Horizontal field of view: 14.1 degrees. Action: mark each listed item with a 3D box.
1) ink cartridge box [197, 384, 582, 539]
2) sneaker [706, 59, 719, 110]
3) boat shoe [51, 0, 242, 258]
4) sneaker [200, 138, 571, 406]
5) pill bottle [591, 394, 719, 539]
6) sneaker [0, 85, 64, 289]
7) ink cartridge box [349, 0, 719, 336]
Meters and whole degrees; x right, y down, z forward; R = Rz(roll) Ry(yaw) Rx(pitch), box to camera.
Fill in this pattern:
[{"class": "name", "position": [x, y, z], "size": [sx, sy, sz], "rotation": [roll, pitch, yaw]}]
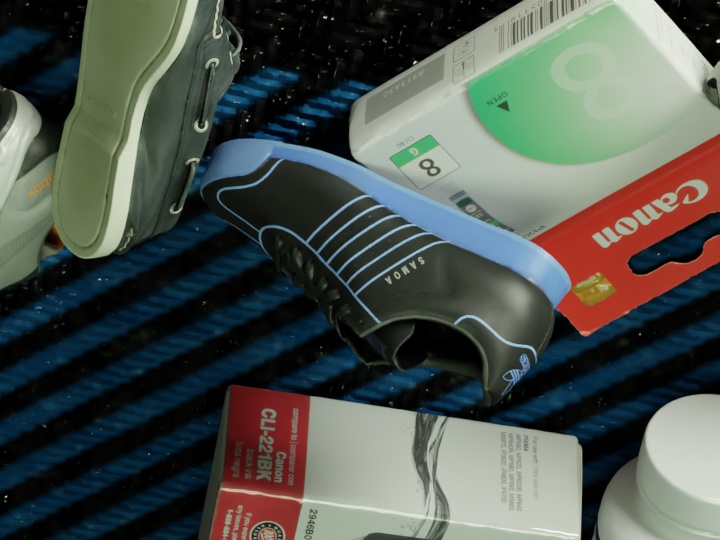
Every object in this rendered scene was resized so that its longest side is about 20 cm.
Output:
[{"class": "ink cartridge box", "position": [0.013, 0.153, 1.605], "size": [0.200, 0.084, 0.144], "rotation": [8, 131, -6]}, {"class": "sneaker", "position": [0.241, -0.052, 1.417], "size": [0.080, 0.074, 0.200], "rotation": [-35, 115, 11]}, {"class": "boat shoe", "position": [-0.091, -0.098, 1.396], "size": [0.066, 0.074, 0.200], "rotation": [-4, 117, -40]}, {"class": "sneaker", "position": [0.000, 0.000, 1.427], "size": [0.200, 0.078, 0.070], "rotation": [21, 155, 20]}, {"class": "pill bottle", "position": [0.179, 0.166, 1.592], "size": [0.111, 0.111, 0.200], "rotation": [6, 132, -3]}, {"class": "sneaker", "position": [-0.204, -0.006, 1.481], "size": [0.079, 0.074, 0.200], "rotation": [26, 128, -27]}, {"class": "ink cartridge box", "position": [0.116, -0.047, 1.449], "size": [0.161, 0.050, 0.200], "rotation": [-30, 122, 26]}]
